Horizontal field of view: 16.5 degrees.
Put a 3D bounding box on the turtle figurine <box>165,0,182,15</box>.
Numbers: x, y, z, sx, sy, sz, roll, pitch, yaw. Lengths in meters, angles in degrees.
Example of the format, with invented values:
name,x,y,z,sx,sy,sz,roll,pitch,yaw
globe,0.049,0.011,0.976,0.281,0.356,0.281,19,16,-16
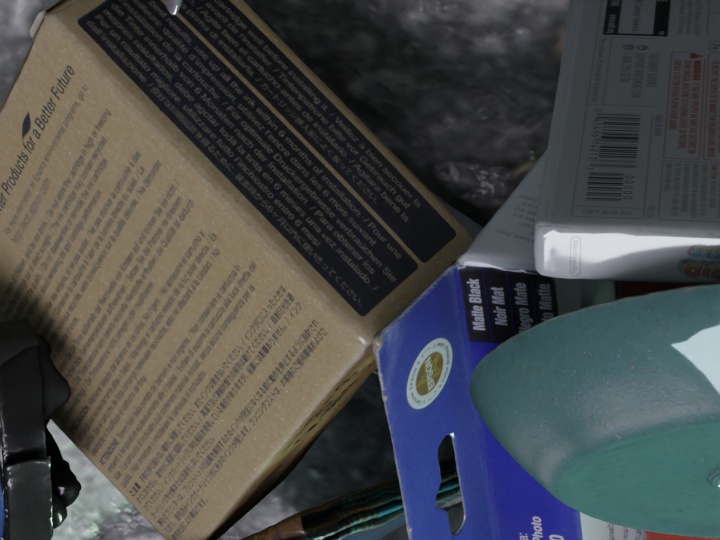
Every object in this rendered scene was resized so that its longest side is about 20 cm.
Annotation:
name,x,y,z,sx,sy,sz,roll,pitch,yaw
turtle figurine,0.005,-0.206,0.742,0.143,0.201,0.195,-1,126,-10

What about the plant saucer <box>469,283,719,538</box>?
name,x,y,z,sx,sy,sz,roll,pitch,yaw
plant saucer,0.135,0.054,0.819,0.198,0.036,0.200,0,160,0

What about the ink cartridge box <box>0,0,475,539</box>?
name,x,y,z,sx,sy,sz,roll,pitch,yaw
ink cartridge box,-0.068,-0.003,0.941,0.165,0.075,0.200,47,144,5

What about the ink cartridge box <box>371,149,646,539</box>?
name,x,y,z,sx,sy,sz,roll,pitch,yaw
ink cartridge box,0.087,0.037,0.938,0.040,0.200,0.200,21,142,30

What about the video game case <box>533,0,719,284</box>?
name,x,y,z,sx,sy,sz,roll,pitch,yaw
video game case,0.156,-0.052,0.834,0.181,0.200,0.023,2,121,8

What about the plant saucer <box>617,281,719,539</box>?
name,x,y,z,sx,sy,sz,roll,pitch,yaw
plant saucer,0.197,0.028,0.944,0.199,0.037,0.201,-24,134,-14

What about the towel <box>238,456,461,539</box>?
name,x,y,z,sx,sy,sz,roll,pitch,yaw
towel,-0.020,0.115,1.053,0.146,0.200,0.022,-28,82,32

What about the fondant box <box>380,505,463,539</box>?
name,x,y,z,sx,sy,sz,roll,pitch,yaw
fondant box,0.095,0.156,1.083,0.199,0.145,0.058,-20,126,26

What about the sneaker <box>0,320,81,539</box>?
name,x,y,z,sx,sy,sz,roll,pitch,yaw
sneaker,-0.164,0.108,0.968,0.110,0.077,0.201,-2,117,-25

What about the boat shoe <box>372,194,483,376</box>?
name,x,y,z,sx,sy,sz,roll,pitch,yaw
boat shoe,0.000,0.000,0.997,0.199,0.071,0.072,26,134,-7
